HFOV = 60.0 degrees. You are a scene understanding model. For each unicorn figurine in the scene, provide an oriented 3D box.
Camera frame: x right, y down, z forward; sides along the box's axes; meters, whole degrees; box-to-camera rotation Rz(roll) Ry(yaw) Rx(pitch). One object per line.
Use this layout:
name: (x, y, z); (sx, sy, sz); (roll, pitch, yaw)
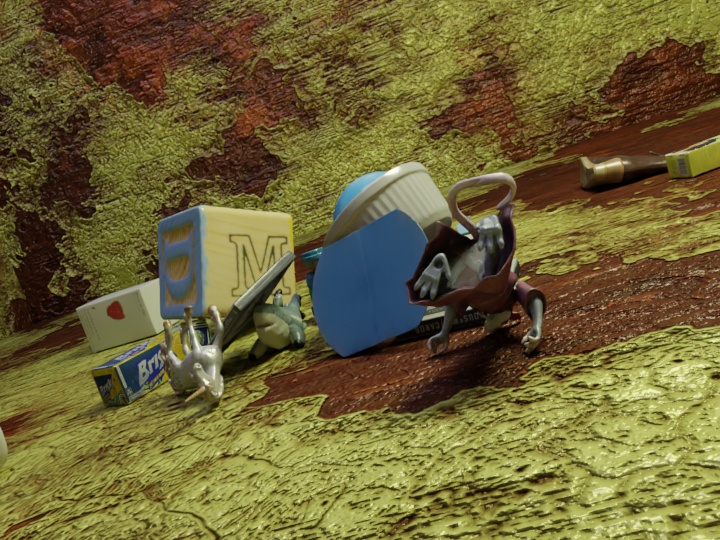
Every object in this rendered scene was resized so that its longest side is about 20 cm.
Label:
unicorn figurine: (-0.223, 0.121, 0.845); (0.073, 0.139, 0.200); (-5, -18, -25)

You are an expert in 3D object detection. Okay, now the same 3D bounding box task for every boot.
boot: (0.591, -0.227, 1.406); (0.164, 0.073, 0.200); (-5, 10, 8)

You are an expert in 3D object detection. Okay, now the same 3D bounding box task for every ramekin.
ramekin: (0.048, -0.056, 0.928); (0.202, 0.094, 0.203); (-37, -16, -13)

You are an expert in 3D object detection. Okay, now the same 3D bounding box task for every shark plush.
shark plush: (-0.115, 0.067, 0.990); (0.090, 0.084, 0.200); (-15, 10, 24)

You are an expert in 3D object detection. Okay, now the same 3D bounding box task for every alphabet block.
alphabet block: (-0.258, -0.008, 1.200); (0.198, 0.199, 0.194); (1, -5, -40)

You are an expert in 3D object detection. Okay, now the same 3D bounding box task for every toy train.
toy train: (0.000, 0.000, 1.046); (0.198, 0.117, 0.085); (-16, 10, 16)

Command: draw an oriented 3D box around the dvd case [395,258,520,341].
dvd case: (0.138, 0.036, 0.849); (0.149, 0.025, 0.200); (-16, 9, 21)

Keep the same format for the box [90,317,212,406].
box: (-0.337, 0.148, 1.033); (0.069, 0.065, 0.200); (-13, 12, 34)

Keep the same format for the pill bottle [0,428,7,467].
pill bottle: (-0.555, 0.245, 0.758); (0.112, 0.114, 0.200); (-12, 12, 37)

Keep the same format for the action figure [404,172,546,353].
action figure: (0.122, 0.010, 0.650); (0.133, 0.151, 0.200); (-4, -17, 28)

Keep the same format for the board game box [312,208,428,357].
board game box: (0.022, 0.021, 0.814); (0.199, 0.160, 0.039); (-27, -28, 33)

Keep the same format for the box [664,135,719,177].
box: (0.700, -0.234, 1.202); (0.198, 0.051, 0.075); (-20, 9, -7)

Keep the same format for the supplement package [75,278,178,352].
supplement package: (-0.579, 0.109, 1.562); (0.198, 0.123, 0.120); (-17, 9, 17)

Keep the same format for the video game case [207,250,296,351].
video game case: (-0.177, 0.067, 0.937); (0.200, 0.019, 0.143); (-49, 1, 44)

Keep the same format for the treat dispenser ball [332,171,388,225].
treat dispenser ball: (0.045, -0.091, 1.216); (0.199, 0.203, 0.201); (-18, 9, 3)

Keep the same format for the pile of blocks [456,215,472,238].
pile of blocks: (0.146, -0.038, 0.951); (0.061, 0.083, 0.200); (-13, -4, 10)
